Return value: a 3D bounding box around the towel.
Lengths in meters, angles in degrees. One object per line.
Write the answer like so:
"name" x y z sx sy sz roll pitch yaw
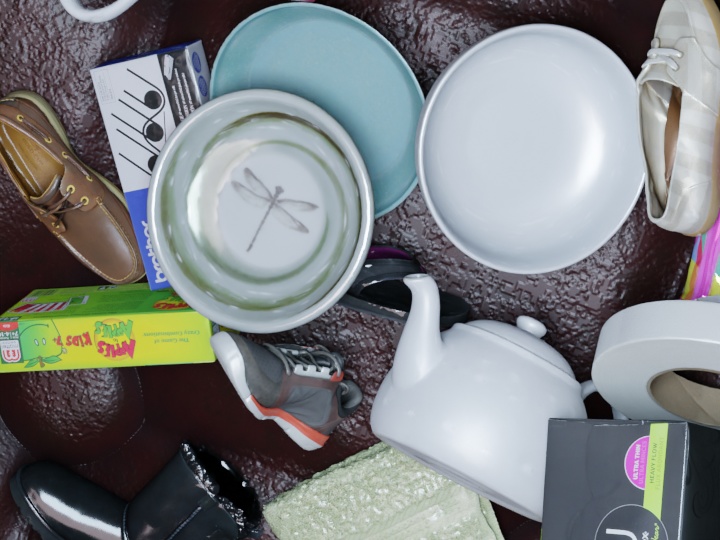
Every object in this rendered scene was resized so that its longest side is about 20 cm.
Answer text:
"towel" 0.022 0.230 1.707 0.199 0.036 0.149 -25 97 18

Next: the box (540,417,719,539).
"box" 0.242 0.200 1.511 0.124 0.199 0.150 -2 78 35

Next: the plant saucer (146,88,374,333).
"plant saucer" -0.079 -0.050 1.590 0.198 0.050 0.202 1 93 17

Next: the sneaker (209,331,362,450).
"sneaker" -0.059 0.084 1.625 0.082 0.200 0.077 -36 60 7

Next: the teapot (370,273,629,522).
"teapot" 0.116 0.109 1.577 0.196 0.200 0.147 26 81 17

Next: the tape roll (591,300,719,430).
"tape roll" 0.287 0.088 1.535 0.201 0.203 0.037 14 64 9

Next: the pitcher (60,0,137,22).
"pitcher" -0.165 -0.289 1.562 0.198 0.121 0.173 4 104 21

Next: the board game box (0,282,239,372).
"board game box" -0.210 0.047 1.675 0.198 0.102 0.048 -4 106 14

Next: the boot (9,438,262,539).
"boot" -0.199 0.212 1.734 0.162 0.073 0.198 -40 101 22

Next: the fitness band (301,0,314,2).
"fitness band" -0.053 -0.286 1.498 0.037 0.199 0.144 35 110 30

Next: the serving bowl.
"serving bowl" 0.132 -0.103 1.551 0.198 0.066 0.202 -4 104 -15

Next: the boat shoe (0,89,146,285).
"boat shoe" -0.263 -0.065 1.673 0.072 0.068 0.201 -36 95 19

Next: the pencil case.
"pencil case" 0.312 -0.037 1.535 0.088 0.088 0.202 14 105 9

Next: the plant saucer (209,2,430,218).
"plant saucer" -0.030 -0.135 1.596 0.198 0.036 0.201 11 122 18

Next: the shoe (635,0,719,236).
"shoe" 0.252 -0.129 1.508 0.053 0.070 0.202 2 85 -32

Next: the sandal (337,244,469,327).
"sandal" -0.001 0.000 1.626 0.199 0.075 0.048 18 112 8

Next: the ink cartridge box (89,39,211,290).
"ink cartridge box" -0.160 -0.090 1.654 0.093 0.044 0.202 -11 103 18
